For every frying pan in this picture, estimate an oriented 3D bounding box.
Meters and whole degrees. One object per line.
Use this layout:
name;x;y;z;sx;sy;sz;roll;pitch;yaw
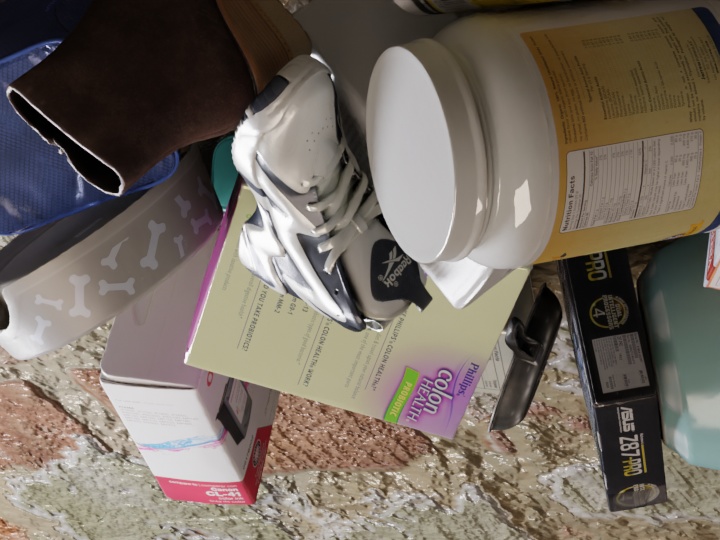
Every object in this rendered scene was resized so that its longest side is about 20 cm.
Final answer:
frying pan;0.121;0.045;1.565;0.031;0.115;0.190;21;150;6

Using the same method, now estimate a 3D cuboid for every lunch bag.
lunch bag;-0.205;-0.125;1.468;0.199;0.133;0.136;-16;129;28

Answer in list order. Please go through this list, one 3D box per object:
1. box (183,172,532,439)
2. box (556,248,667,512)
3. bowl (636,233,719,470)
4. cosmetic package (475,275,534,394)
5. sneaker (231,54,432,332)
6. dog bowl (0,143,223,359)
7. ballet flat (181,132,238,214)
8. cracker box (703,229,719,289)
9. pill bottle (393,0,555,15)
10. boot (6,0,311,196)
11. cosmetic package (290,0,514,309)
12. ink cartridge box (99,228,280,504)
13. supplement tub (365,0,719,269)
box;0.000;0.000;1.514;0.198;0.097;0.177;16;133;-5
box;0.167;0.042;1.531;0.049;0.201;0.162;-10;147;2
bowl;0.245;0.054;1.498;0.104;0.202;0.201;-10;147;5
cosmetic package;0.030;0.033;1.702;0.198;0.074;0.104;6;149;13
sneaker;-0.007;-0.032;1.320;0.129;0.079;0.200;35;144;18
dog bowl;-0.179;-0.013;1.519;0.199;0.200;0.059;-21;110;45
ballet flat;-0.100;-0.060;1.617;0.199;0.068;0.075;-9;164;33
cracker box;0.262;-0.087;1.340;0.057;0.135;0.200;12;151;-1
pill bottle;0.112;-0.204;1.226;0.199;0.112;0.111;-3;147;26
boot;-0.144;-0.149;1.308;0.200;0.166;0.073;44;147;18
cosmetic package;0.041;-0.088;1.372;0.200;0.101;0.074;51;150;9
ink cartridge box;-0.127;0.077;1.768;0.085;0.149;0.200;5;150;14
supplement tub;0.116;-0.080;1.267;0.199;0.145;0.145;-10;157;-21
